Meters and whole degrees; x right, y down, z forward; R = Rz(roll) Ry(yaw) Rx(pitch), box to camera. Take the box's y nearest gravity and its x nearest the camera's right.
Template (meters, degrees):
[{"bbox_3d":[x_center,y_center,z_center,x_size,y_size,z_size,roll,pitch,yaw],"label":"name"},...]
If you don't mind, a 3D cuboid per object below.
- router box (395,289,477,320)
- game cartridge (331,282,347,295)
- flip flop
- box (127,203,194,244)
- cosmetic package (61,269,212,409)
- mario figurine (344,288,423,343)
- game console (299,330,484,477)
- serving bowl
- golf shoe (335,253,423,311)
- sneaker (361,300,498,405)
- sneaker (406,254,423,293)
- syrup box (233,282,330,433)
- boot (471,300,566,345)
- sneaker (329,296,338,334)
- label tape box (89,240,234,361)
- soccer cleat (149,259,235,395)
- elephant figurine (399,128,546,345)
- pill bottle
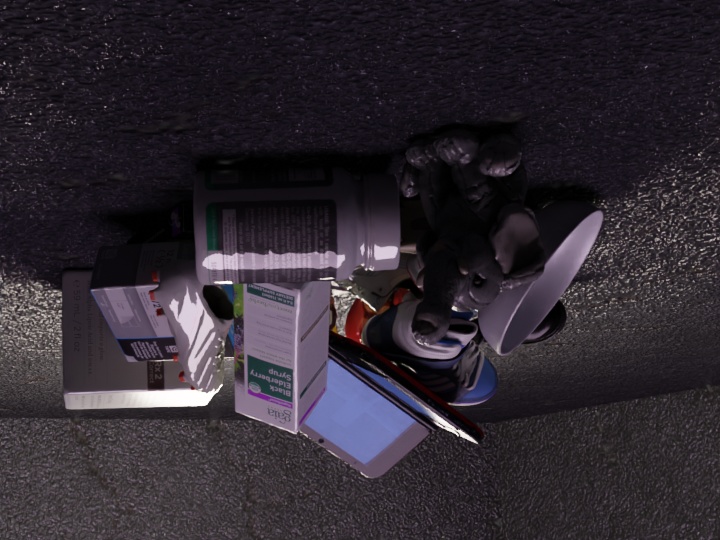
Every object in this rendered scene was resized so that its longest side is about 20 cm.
[{"bbox_3d":[0.122,0.033,1.718,0.148,0.063,0.200,-5,169,-19],"label":"router box"},{"bbox_3d":[-0.097,0.021,1.587,0.198,0.039,0.129,-12,166,26],"label":"game cartridge"},{"bbox_3d":[0.022,-0.048,1.342,0.198,0.082,0.058,-5,151,2],"label":"flip flop"},{"bbox_3d":[-0.176,-0.031,1.443,0.142,0.037,0.200,3,167,-28],"label":"box"},{"bbox_3d":[-0.300,0.095,1.678,0.198,0.167,0.165,-2,167,-13],"label":"cosmetic package"},{"bbox_3d":[0.071,0.068,1.556,0.198,0.124,0.106,-16,-153,27],"label":"mario figurine"},{"bbox_3d":[0.014,0.173,1.458,0.199,0.119,0.172,37,171,-25],"label":"game console"},{"bbox_3d":[0.194,-0.002,1.424,0.066,0.201,0.200,35,179,18],"label":"serving bowl"},{"bbox_3d":[0.000,0.000,1.437,0.198,0.098,0.078,-7,174,-23],"label":"golf shoe"},{"bbox_3d":[0.110,0.097,1.446,0.199,0.081,0.146,27,158,-23],"label":"sneaker"},{"bbox_3d":[0.150,-0.030,1.443,0.115,0.079,0.199,-42,168,37],"label":"sneaker"},{"bbox_3d":[-0.084,0.070,1.337,0.078,0.201,0.082,17,-142,18],"label":"syrup box"},{"bbox_3d":[0.200,0.082,1.892,0.209,0.080,0.158,-7,179,19],"label":"boot"},{"bbox_3d":[-0.063,0.076,1.565,0.074,0.091,0.200,-7,171,2],"label":"sneaker"},{"bbox_3d":[-0.184,0.035,1.392,0.198,0.067,0.144,-1,142,9],"label":"label tape box"},{"bbox_3d":[-0.165,0.066,1.329,0.077,0.070,0.201,-7,137,5],"label":"soccer cleat"},{"bbox_3d":[0.102,-0.021,1.175,0.153,0.202,0.142,-1,167,-13],"label":"elephant figurine"},{"bbox_3d":[-0.063,-0.045,1.226,0.198,0.114,0.113,-2,168,-4],"label":"pill bottle"}]
